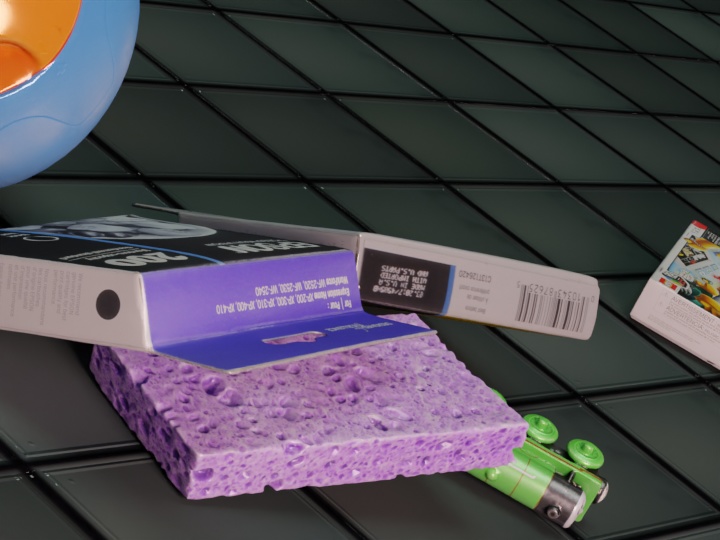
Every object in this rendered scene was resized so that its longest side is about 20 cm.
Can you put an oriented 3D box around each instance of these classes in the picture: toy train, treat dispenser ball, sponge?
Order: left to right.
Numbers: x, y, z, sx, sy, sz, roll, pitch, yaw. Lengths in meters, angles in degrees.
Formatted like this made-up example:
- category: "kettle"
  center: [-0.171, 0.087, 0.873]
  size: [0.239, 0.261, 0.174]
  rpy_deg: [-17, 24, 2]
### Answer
- category: "treat dispenser ball"
  center: [-0.216, -0.141, 1.288]
  size: [0.200, 0.202, 0.201]
  rpy_deg: [24, 20, -9]
- category: "sponge"
  center: [-0.025, 0.065, 1.248]
  size: [0.199, 0.030, 0.112]
  rpy_deg: [-3, 33, -34]
- category: "toy train"
  center: [0.043, 0.080, 1.346]
  size: [0.199, 0.042, 0.056]
  rpy_deg: [29, 29, 3]

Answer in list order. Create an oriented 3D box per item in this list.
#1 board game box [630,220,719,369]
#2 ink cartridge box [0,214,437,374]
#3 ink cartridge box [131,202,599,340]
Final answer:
- category: "board game box"
  center: [0.271, 0.028, 1.778]
  size: [0.126, 0.035, 0.200]
  rpy_deg: [31, 20, 7]
- category: "ink cartridge box"
  center: [-0.091, 0.008, 1.227]
  size: [0.199, 0.044, 0.198]
  rpy_deg: [10, 9, 29]
- category: "ink cartridge box"
  center: [0.000, 0.000, 1.435]
  size: [0.197, 0.047, 0.199]
  rpy_deg: [8, -2, -43]
